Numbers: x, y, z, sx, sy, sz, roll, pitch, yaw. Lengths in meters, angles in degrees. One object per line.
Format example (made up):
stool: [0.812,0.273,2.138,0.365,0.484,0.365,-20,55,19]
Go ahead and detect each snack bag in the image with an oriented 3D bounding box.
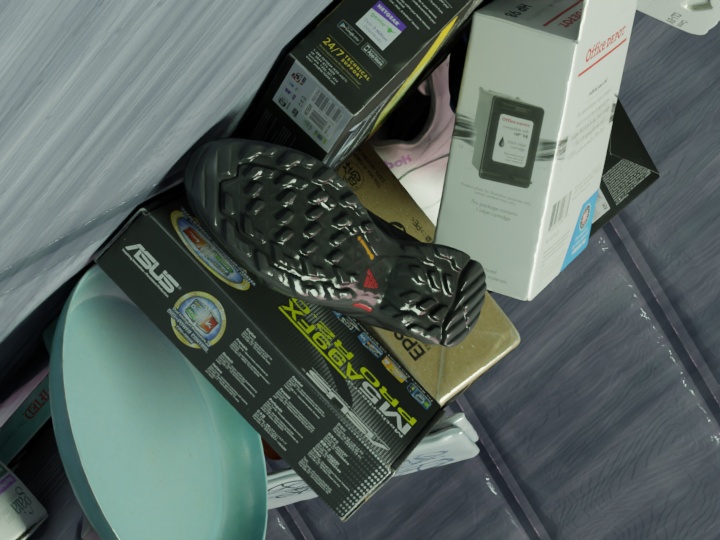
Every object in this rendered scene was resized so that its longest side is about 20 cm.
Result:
snack bag: [-0.023,0.126,1.797,0.199,0.022,0.189,-15,172,4]

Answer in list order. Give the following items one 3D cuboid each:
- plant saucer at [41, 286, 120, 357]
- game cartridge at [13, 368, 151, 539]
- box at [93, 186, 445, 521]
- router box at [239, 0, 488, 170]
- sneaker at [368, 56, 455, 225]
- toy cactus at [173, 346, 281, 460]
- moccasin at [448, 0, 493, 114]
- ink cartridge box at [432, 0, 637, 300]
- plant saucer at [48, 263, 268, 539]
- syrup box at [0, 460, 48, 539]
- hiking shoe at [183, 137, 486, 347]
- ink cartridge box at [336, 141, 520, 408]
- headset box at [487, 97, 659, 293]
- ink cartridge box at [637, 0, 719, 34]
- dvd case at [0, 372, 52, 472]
plant saucer: [-0.163,0.032,1.718,0.070,0.019,0.200,-46,179,-8]
game cartridge: [-0.180,0.151,1.660,0.200,0.038,0.130,-47,-156,43]
box: [-0.047,0.039,1.609,0.044,0.200,0.160,-44,177,14]
router box: [0.007,-0.121,1.622,0.157,0.052,0.200,-46,178,-22]
sneaker: [0.052,-0.129,1.804,0.074,0.100,0.201,-2,-124,27]
toy cactus: [-0.110,0.077,1.743,0.199,0.102,0.165,-32,162,-17]
moccasin: [0.102,-0.175,1.771,0.068,0.080,0.201,93,6,-45]
ink cartridge box: [0.104,-0.098,1.649,0.116,0.066,0.201,-37,141,-62]
plant saucer: [-0.116,0.091,1.586,0.027,0.201,0.200,-19,-170,25]
syrup box: [-0.274,0.188,1.618,0.200,0.081,0.079,-49,178,21]
hiking shoe: [-0.029,-0.012,1.588,0.100,0.199,0.076,5,-112,57]
ink cartridge box: [0.000,0.000,1.783,0.075,0.200,0.165,-38,176,-14]
headset box: [0.083,-0.038,1.955,0.199,0.075,0.148,-20,-166,48]
ink cartridge box: [0.221,-0.264,1.756,0.145,0.083,0.201,128,-18,-79]
dvd case: [-0.159,0.057,1.751,0.146,0.022,0.200,-47,178,31]
